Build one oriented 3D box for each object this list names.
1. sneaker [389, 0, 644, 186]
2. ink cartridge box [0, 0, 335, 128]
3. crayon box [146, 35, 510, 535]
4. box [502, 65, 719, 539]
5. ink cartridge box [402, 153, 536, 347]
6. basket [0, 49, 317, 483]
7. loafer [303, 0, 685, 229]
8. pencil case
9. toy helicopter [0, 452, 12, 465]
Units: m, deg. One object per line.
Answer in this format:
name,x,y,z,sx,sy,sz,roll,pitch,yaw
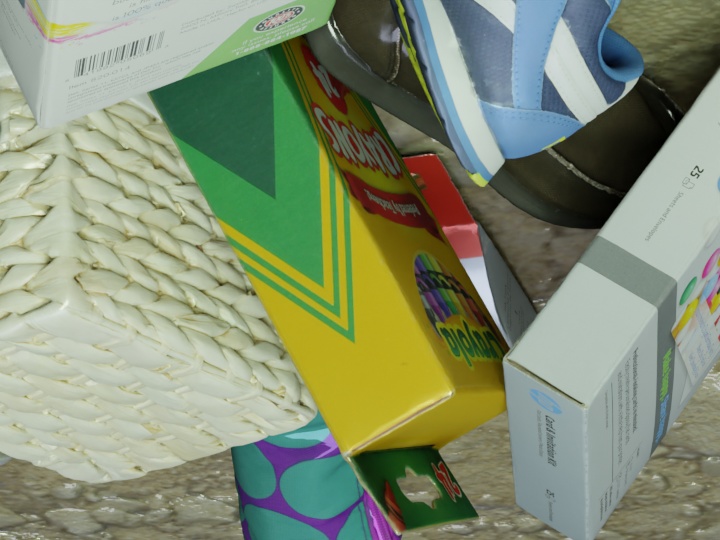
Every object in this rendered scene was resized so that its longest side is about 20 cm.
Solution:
sneaker,0.044,-0.123,0.795,0.082,0.074,0.200,-19,134,0
ink cartridge box,-0.058,-0.127,0.741,0.117,0.068,0.200,-22,167,-17
crayon box,0.000,0.000,0.888,0.051,0.200,0.127,-31,170,13
box,0.130,-0.001,0.938,0.041,0.200,0.156,30,161,18
ink cartridge box,-0.011,0.017,1.135,0.162,0.057,0.200,-7,158,16
basket,-0.113,0.000,0.948,0.135,0.124,0.200,-18,156,25
loafer,0.068,-0.074,0.911,0.200,0.073,0.071,22,149,-38
pencil case,-0.018,0.067,1.108,0.092,0.085,0.200,30,146,23
toy helicopter,-0.199,0.076,1.139,0.200,0.079,0.132,-26,171,-22
